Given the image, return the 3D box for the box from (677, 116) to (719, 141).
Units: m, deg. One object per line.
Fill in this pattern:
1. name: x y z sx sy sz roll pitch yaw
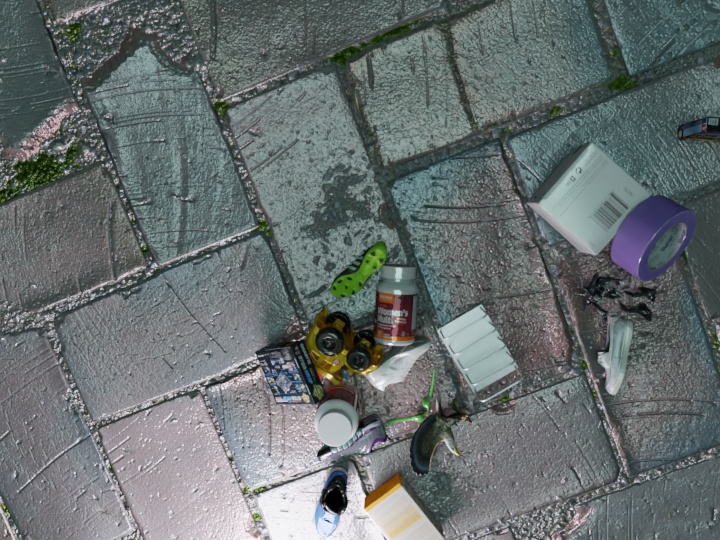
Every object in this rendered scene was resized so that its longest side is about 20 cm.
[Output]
1. box: 0.913 -0.344 1.488 0.199 0.137 0.038 3 94 2

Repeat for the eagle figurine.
1. eagle figurine: 0.198 0.432 1.573 0.200 0.151 0.152 -37 113 0

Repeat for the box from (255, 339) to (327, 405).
1. box: -0.183 0.266 1.562 0.046 0.200 0.160 -26 95 -37

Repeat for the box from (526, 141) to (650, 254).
1. box: 0.566 -0.179 1.518 0.200 0.131 0.199 40 95 -2

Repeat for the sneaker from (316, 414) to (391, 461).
1. sneaker: -0.018 0.476 1.631 0.200 0.074 0.088 -31 99 4

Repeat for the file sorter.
1. file sorter: 0.311 0.214 1.568 0.138 0.125 0.200 -31 93 4

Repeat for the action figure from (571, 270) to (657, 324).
1. action figure: 0.655 0.070 1.556 0.199 0.102 0.119 9 107 -1

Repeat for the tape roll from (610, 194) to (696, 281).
1. tape roll: 0.719 -0.078 1.488 0.199 0.085 0.201 -21 132 -24

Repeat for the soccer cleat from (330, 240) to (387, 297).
1. soccer cleat: 0.000 0.000 1.589 0.068 0.081 0.200 43 117 -11

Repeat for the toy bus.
1. toy bus: -0.067 0.230 1.587 0.200 0.136 0.192 33 109 -3

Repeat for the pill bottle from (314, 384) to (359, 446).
1. pill bottle: -0.060 0.373 1.556 0.112 0.200 0.114 0 95 2

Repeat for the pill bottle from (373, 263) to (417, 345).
1. pill bottle: 0.093 0.087 1.570 0.109 0.110 0.201 3 96 2

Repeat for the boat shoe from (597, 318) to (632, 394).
1. boat shoe: 0.660 0.222 1.591 0.071 0.070 0.202 11 92 12

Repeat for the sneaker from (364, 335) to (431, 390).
1. sneaker: 0.106 0.245 1.613 0.200 0.070 0.080 -32 109 7

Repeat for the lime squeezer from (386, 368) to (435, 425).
1. lime squeezer: 0.161 0.362 1.638 0.071 0.038 0.200 43 97 29

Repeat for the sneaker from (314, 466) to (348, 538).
1. sneaker: -0.082 0.643 1.628 0.076 0.111 0.201 18 96 0

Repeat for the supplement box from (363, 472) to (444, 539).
1. supplement box: 0.117 0.672 1.643 0.126 0.074 0.200 -37 93 5
